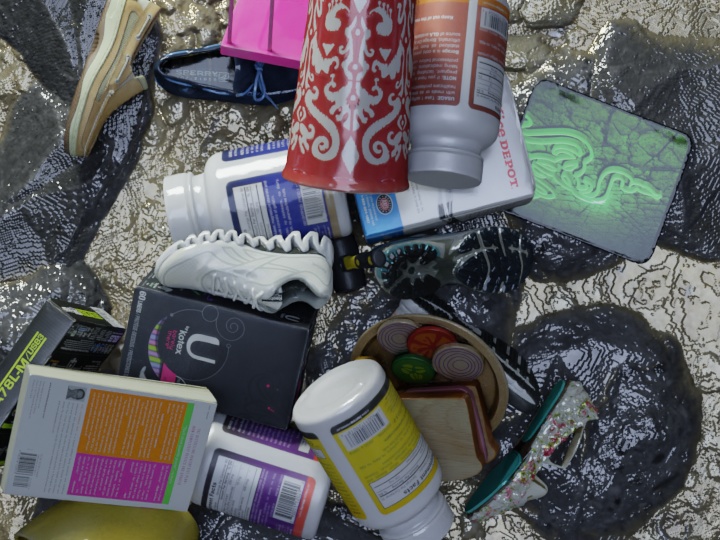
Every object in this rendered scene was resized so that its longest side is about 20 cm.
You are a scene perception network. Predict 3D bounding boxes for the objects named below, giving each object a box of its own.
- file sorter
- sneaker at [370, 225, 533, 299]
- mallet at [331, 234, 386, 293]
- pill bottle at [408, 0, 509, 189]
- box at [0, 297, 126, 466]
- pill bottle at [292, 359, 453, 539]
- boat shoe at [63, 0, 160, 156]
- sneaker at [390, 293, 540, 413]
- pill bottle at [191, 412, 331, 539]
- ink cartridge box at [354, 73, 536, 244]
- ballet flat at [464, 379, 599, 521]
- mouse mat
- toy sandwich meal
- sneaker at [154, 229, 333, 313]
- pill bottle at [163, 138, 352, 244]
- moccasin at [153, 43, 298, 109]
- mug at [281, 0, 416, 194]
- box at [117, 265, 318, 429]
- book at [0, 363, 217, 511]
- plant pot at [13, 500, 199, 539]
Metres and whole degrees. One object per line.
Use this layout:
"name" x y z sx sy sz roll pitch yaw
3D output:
"file sorter" -0.041 -0.310 1.601 0.198 0.126 0.140 11 46 1
"sneaker" 0.101 -0.019 1.647 0.198 0.086 0.079 -2 105 -22
"mallet" 0.000 0.000 1.590 0.041 0.200 0.067 -15 99 -12
"pill bottle" 0.097 -0.194 1.550 0.111 0.112 0.202 6 81 1
"box" -0.351 0.126 1.591 0.047 0.200 0.194 38 91 9
"pill bottle" 0.020 0.205 1.561 0.111 0.111 0.201 -30 108 0
"boat shoe" -0.280 -0.221 1.666 0.075 0.072 0.202 18 89 -10
"sneaker" 0.115 0.103 1.655 0.199 0.074 0.080 36 111 2
"pill bottle" -0.130 0.220 1.628 0.198 0.111 0.113 17 89 2
"ink cartridge box" 0.085 -0.125 1.642 0.198 0.084 0.148 -13 84 1
"ballet flat" 0.199 0.215 1.642 0.064 0.076 0.201 37 92 -6
"mouse mat" 0.268 -0.114 1.679 0.198 0.008 0.163 21 89 3
"toy sandwich meal" 0.071 0.142 1.609 0.203 0.070 0.207 9 125 13
"sneaker" -0.123 0.005 1.573 0.198 0.075 0.082 -2 59 -10
"pill bottle" -0.115 -0.080 1.631 0.198 0.120 0.121 -10 88 1
"moccasin" -0.138 -0.221 1.659 0.198 0.068 0.081 -7 89 1
"mug" -0.015 -0.194 1.496 0.132 0.177 0.202 -1 105 -24
"box" -0.158 0.084 1.623 0.198 0.106 0.124 13 104 1
"book" -0.263 0.179 1.518 0.198 0.048 0.135 11 102 -23
"plant pot" -0.262 0.308 1.606 0.200 0.200 0.142 42 65 2
